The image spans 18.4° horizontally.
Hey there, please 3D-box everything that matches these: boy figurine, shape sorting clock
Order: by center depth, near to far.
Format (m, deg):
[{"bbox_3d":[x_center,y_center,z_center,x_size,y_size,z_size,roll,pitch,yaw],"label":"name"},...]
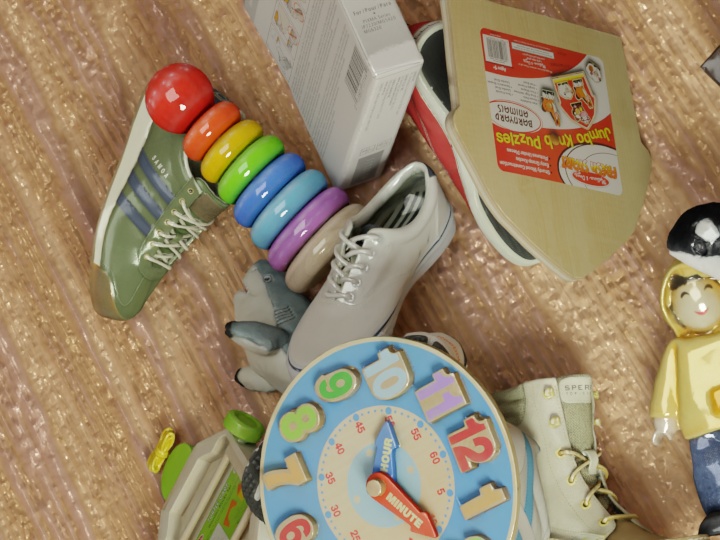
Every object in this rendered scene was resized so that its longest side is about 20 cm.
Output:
[{"bbox_3d":[0.016,0.145,1.500,0.198,0.039,0.202,-1,88,26],"label":"shape sorting clock"},{"bbox_3d":[0.260,0.082,1.568,0.123,0.064,0.202,-13,81,25],"label":"boy figurine"}]

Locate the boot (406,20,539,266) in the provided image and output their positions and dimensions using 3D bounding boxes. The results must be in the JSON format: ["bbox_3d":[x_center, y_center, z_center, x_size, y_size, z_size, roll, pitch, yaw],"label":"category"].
[{"bbox_3d":[0.077,-0.100,1.675,0.072,0.144,0.201,-32,106,-12],"label":"boot"}]

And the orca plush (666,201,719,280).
[{"bbox_3d":[0.313,-0.014,1.524,0.199,0.105,0.072,27,124,24],"label":"orca plush"}]

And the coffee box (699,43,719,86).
[{"bbox_3d":[0.349,-0.111,1.542,0.200,0.080,0.113,46,103,22],"label":"coffee box"}]

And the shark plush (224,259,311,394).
[{"bbox_3d":[-0.020,0.062,1.696,0.199,0.091,0.083,23,63,29],"label":"shark plush"}]

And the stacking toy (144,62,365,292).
[{"bbox_3d":[-0.089,-0.078,1.705,0.200,0.085,0.085,43,101,5],"label":"stacking toy"}]

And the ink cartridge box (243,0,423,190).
[{"bbox_3d":[-0.023,-0.179,1.660,0.044,0.200,0.177,-20,73,-17],"label":"ink cartridge box"}]

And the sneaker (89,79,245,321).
[{"bbox_3d":[-0.148,-0.053,1.764,0.089,0.067,0.202,13,86,30],"label":"sneaker"}]

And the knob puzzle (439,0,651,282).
[{"bbox_3d":[0.130,-0.086,1.586,0.030,0.219,0.221,-26,72,45],"label":"knob puzzle"}]

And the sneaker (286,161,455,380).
[{"bbox_3d":[0.000,0.000,1.637,0.073,0.071,0.201,9,50,32],"label":"sneaker"}]

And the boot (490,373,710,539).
[{"bbox_3d":[0.163,0.150,1.582,0.199,0.072,0.156,-9,76,43],"label":"boot"}]

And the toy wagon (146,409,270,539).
[{"bbox_3d":[-0.114,0.184,1.697,0.156,0.039,0.200,-61,30,14],"label":"toy wagon"}]

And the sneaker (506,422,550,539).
[{"bbox_3d":[0.094,0.201,1.534,0.076,0.080,0.202,-10,74,43],"label":"sneaker"}]

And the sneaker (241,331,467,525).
[{"bbox_3d":[0.001,0.114,1.576,0.200,0.080,0.074,-38,84,20],"label":"sneaker"}]
